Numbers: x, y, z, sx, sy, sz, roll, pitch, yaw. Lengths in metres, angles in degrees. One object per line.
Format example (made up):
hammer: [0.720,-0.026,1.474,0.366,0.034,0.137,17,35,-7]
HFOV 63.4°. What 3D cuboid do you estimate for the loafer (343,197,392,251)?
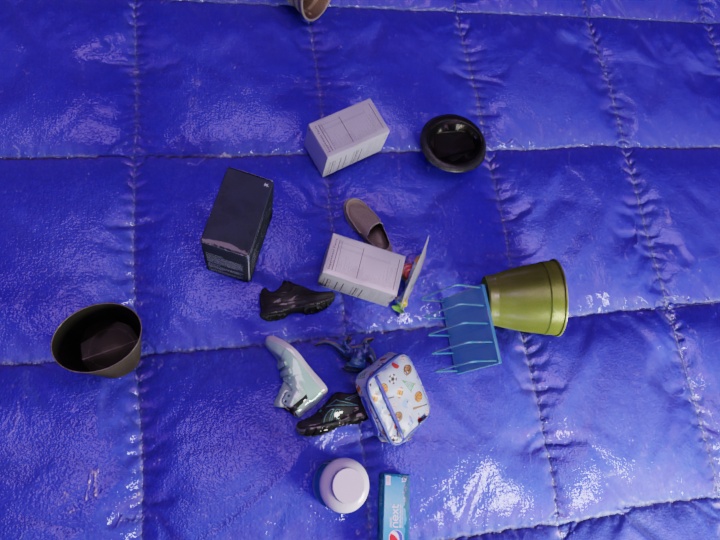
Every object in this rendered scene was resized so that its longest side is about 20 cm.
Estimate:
loafer: [0.027,-0.118,1.563,0.075,0.068,0.201,-33,82,-20]

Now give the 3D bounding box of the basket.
basket: [-0.554,0.165,1.279,0.178,0.200,0.138,-21,78,-16]

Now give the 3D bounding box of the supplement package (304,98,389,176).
supplement package: [-0.040,-0.364,1.599,0.198,0.110,0.115,-27,79,-19]

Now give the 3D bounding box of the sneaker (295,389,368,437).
sneaker: [-0.067,0.342,1.402,0.197,0.076,0.080,-11,65,-24]

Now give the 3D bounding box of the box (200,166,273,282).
box: [-0.296,-0.106,1.423,0.122,0.197,0.203,17,69,-6]

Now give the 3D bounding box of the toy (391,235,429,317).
toy: [0.125,0.013,1.522,0.046,0.116,0.203,18,68,9]

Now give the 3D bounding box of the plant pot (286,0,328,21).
plant pot: [-0.190,-0.871,1.711,0.182,0.201,0.202,30,68,12]

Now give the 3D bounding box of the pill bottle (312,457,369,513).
pill bottle: [-0.043,0.473,1.287,0.108,0.200,0.113,3,71,-10]

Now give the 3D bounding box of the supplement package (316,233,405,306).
supplement package: [0.000,0.000,1.497,0.197,0.110,0.116,18,69,-6]

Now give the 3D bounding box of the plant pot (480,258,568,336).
plant pot: [0.418,0.074,1.531,0.189,0.201,0.204,-2,72,0]

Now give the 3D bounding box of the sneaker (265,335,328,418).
sneaker: [-0.182,0.256,1.392,0.201,0.074,0.118,46,63,2]

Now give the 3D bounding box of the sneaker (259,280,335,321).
sneaker: [-0.160,0.065,1.466,0.196,0.076,0.092,-7,67,-17]

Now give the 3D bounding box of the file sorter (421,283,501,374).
file sorter: [0.245,0.148,1.464,0.121,0.138,0.204,6,68,-43]

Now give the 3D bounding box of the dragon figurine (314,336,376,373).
dragon figurine: [-0.015,0.220,1.450,0.196,0.059,0.101,4,71,-12]

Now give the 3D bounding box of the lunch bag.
lunch bag: [0.078,0.310,1.394,0.159,0.075,0.203,-32,104,-33]

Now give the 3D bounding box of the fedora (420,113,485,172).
fedora: [0.256,-0.348,1.674,0.196,0.092,0.205,4,72,-10]

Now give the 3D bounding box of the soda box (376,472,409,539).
soda box: [0.075,0.577,1.349,0.063,0.068,0.204,6,71,-9]
